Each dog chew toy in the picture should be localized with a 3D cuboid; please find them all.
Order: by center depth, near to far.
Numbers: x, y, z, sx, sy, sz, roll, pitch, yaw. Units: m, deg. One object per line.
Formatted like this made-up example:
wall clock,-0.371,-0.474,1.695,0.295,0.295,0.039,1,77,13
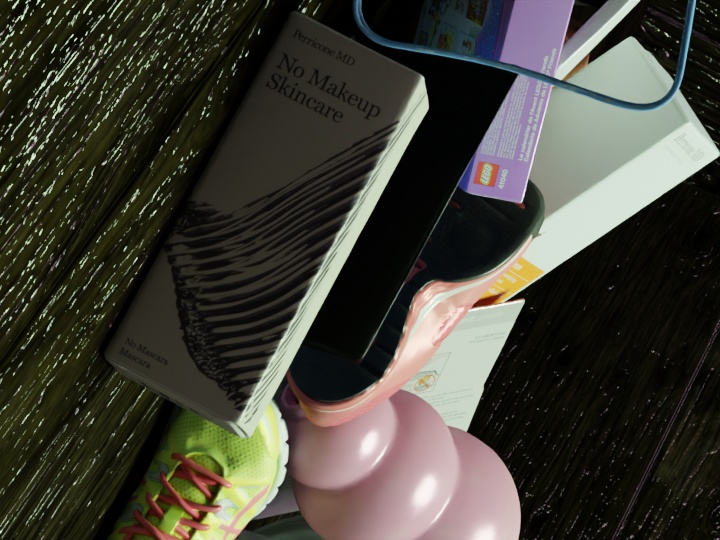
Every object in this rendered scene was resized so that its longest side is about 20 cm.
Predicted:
dog chew toy,0.015,0.130,1.619,0.200,0.124,0.125,47,63,-38

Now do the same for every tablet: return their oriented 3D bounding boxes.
tablet,0.151,-0.155,1.550,0.130,0.014,0.200,-45,180,0

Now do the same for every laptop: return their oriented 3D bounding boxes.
laptop,0.000,-0.025,1.470,0.188,0.116,0.200,-60,168,-14

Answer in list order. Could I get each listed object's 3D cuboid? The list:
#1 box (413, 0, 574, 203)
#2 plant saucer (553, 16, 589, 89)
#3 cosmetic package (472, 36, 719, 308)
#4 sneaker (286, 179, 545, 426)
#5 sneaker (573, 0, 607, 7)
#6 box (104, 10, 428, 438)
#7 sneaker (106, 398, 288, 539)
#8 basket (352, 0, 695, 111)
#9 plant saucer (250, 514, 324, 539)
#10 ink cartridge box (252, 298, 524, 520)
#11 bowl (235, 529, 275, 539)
box,0.078,-0.152,1.487,0.137,0.039,0.200,-137,-121,-66
plant saucer,0.063,-0.095,1.663,0.200,0.037,0.200,-36,158,-17
cosmetic package,0.120,-0.054,1.642,0.200,0.071,0.101,-35,161,11
sneaker,0.028,0.015,1.537,0.200,0.074,0.087,-43,163,-18
sneaker,0.118,-0.194,1.677,0.200,0.115,0.076,-38,138,-75
box,-0.045,-0.022,1.299,0.200,0.082,0.068,-63,173,-7
sneaker,-0.107,0.150,1.543,0.200,0.078,0.090,-65,171,27
basket,0.102,-0.195,1.333,0.139,0.176,0.200,-39,145,-83
plant saucer,-0.039,0.253,1.720,0.200,0.200,0.050,-61,156,-12
ink cartridge box,-0.008,0.081,1.679,0.200,0.045,0.176,-9,137,-32
bowl,-0.111,0.251,1.652,0.200,0.075,0.200,13,-110,58
